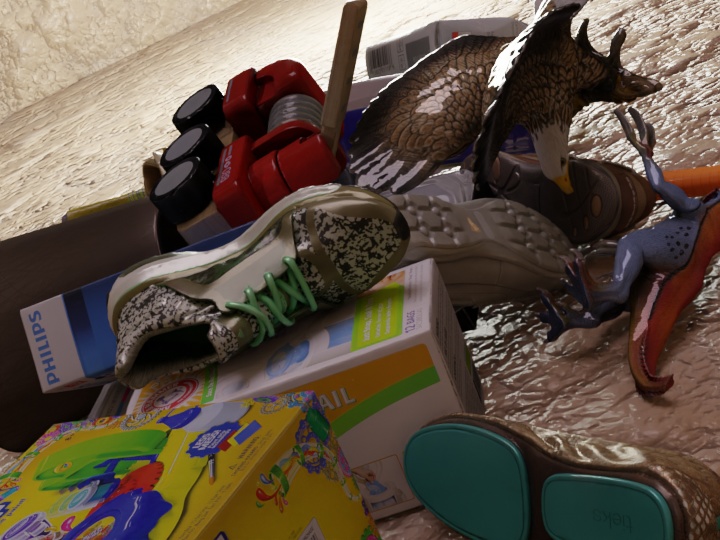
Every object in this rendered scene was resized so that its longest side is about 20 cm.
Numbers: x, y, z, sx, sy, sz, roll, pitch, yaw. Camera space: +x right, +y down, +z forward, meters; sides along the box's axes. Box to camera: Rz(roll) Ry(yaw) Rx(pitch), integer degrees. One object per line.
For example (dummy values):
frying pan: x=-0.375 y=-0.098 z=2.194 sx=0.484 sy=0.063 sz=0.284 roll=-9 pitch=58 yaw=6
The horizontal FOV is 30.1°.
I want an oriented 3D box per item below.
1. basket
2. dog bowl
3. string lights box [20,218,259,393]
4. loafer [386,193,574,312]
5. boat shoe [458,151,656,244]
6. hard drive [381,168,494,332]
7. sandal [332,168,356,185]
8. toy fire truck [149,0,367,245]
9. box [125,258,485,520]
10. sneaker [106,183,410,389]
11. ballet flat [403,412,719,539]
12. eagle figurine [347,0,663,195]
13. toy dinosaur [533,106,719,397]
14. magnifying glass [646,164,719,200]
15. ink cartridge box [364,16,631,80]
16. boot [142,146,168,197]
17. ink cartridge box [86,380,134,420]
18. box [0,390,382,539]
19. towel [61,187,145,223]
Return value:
basket: x=-0.200 y=0.024 z=1.036 sx=0.198 sy=0.136 sz=0.183 roll=-23 pitch=54 yaw=23
dog bowl: x=0.062 y=-0.130 z=1.186 sx=0.197 sy=0.080 sz=0.200 roll=-8 pitch=4 yaw=0
string lights box: x=-0.111 y=0.020 z=0.887 sx=0.197 sy=0.060 sz=0.103 roll=-21 pitch=-6 yaw=13
loafer: x=0.070 y=-0.007 z=0.899 sx=0.198 sy=0.071 sz=0.070 roll=7 pitch=-44 yaw=-39
boat shoe: x=0.146 y=-0.054 z=1.028 sx=0.071 sy=0.077 sz=0.199 roll=-4 pitch=12 yaw=-30
hard drive: x=0.000 y=0.000 z=1.020 sx=0.198 sy=0.038 sz=0.141 roll=-13 pitch=43 yaw=28
sandal: x=-0.015 y=-0.002 z=0.973 sx=0.076 sy=0.043 sz=0.202 roll=-36 pitch=40 yaw=18
toy fire truck: x=-0.050 y=-0.111 z=0.976 sx=0.198 sy=0.129 sz=0.177 roll=-28 pitch=28 yaw=19
box: x=-0.032 y=0.088 z=0.801 sx=0.197 sy=0.102 sz=0.113 roll=-19 pitch=19 yaw=11
sneaker: x=-0.060 y=0.022 z=0.768 sx=0.198 sy=0.077 sz=0.089 roll=-24 pitch=31 yaw=15
ballet flat: x=0.104 y=0.112 z=0.674 sx=0.065 sy=0.072 sz=0.199 roll=-3 pitch=8 yaw=-37
eagle figurine: x=0.104 y=-0.119 z=0.901 sx=0.198 sy=0.153 sz=0.151 roll=-9 pitch=46 yaw=-33
toy dinosaur: x=0.202 y=-0.001 z=0.867 sx=0.179 sy=0.106 sz=0.201 roll=-16 pitch=54 yaw=-20
magnifying glass: x=0.298 y=-0.071 z=0.959 sx=0.198 sy=0.023 sz=0.080 roll=-7 pitch=26 yaw=41
ink cartridge box: x=0.124 y=-0.206 z=1.238 sx=0.197 sy=0.051 sz=0.162 roll=-12 pitch=5 yaw=-22
boot: x=-0.114 y=-0.098 z=1.170 sx=0.153 sy=0.073 sz=0.202 roll=0 pitch=55 yaw=-16
ink cartridge box: x=-0.087 y=0.086 z=0.929 sx=0.197 sy=0.060 sz=0.104 roll=-20 pitch=20 yaw=11
box: x=-0.118 y=0.173 z=0.655 sx=0.190 sy=0.123 sz=0.200 roll=-11 pitch=23 yaw=33
towel: x=-0.177 y=-0.049 z=1.289 sx=0.197 sy=0.144 sz=0.023 roll=-20 pitch=61 yaw=3
